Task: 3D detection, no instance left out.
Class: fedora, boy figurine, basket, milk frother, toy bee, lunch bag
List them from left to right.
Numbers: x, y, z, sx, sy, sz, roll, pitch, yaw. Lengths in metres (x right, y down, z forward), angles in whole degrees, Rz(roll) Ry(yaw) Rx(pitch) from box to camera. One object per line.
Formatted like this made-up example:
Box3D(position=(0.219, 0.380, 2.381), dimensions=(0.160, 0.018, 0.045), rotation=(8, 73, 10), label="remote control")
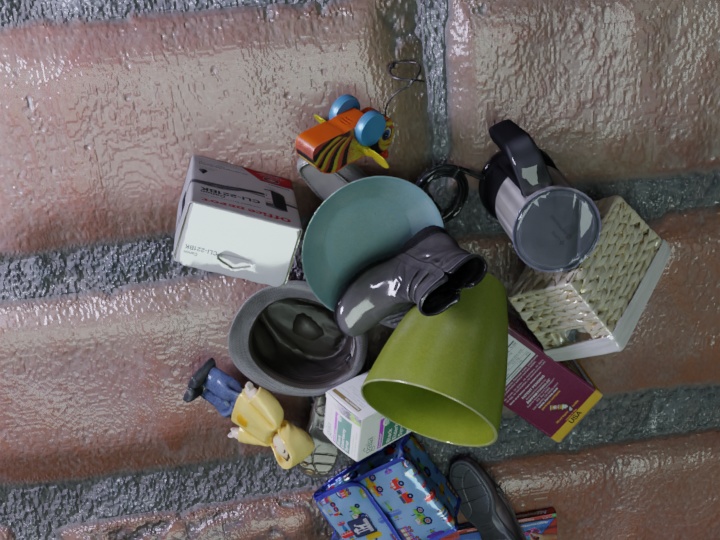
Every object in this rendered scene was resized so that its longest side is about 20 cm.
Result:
Box3D(position=(-0.159, 0.215, 1.452), dimensions=(0.200, 0.064, 0.125), rotation=(37, 133, 6), label="boy figurine")
Box3D(position=(-0.087, 0.085, 1.432), dimensions=(0.199, 0.090, 0.177), rotation=(19, 109, -13), label="fedora")
Box3D(position=(0.008, -0.175, 1.327), dimensions=(0.199, 0.131, 0.109), rotation=(-21, 139, -10), label="toy bee")
Box3D(position=(0.033, 0.369, 1.575), dimensions=(0.200, 0.094, 0.151), rotation=(-33, 101, 18), label="lunch bag")
Box3D(position=(0.185, -0.080, 1.346), dimensions=(0.200, 0.188, 0.181), rotation=(-41, 112, 10), label="milk frother")
Box3D(position=(0.314, 0.008, 1.386), dimensions=(0.123, 0.135, 0.200), rotation=(47, 57, -18), label="basket")

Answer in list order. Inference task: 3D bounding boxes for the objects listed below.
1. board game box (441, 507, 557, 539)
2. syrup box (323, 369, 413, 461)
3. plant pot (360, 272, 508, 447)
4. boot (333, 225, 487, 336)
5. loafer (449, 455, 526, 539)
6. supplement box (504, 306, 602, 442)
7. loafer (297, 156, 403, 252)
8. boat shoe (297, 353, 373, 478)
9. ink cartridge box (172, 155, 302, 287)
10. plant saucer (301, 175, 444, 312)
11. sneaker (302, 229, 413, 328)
Box3D(position=(0.230, 0.458, 1.676), dimensions=(0.199, 0.019, 0.103), rotation=(-9, 115, -4), label="board game box")
Box3D(position=(0.046, 0.186, 1.443), dimensions=(0.200, 0.081, 0.079), rotation=(-23, 131, -37), label="syrup box")
Box3D(position=(0.121, 0.102, 1.332), dimensions=(0.187, 0.187, 0.201), rotation=(32, 64, -19), label="plant pot")
Box3D(position=(0.058, 0.027, 1.285), dimensions=(0.200, 0.132, 0.070), rotation=(-44, 118, 2), label="boot")
Box3D(position=(0.207, 0.381, 1.619), dimensions=(0.072, 0.063, 0.201), rotation=(-22, 99, 36), label="loafer")
Box3D(position=(0.237, 0.140, 1.479), dimensions=(0.200, 0.131, 0.103), rotation=(36, 104, -19), label="supplement box")
Box3D(position=(-0.006, -0.088, 1.373), dimensions=(0.200, 0.070, 0.070), rotation=(35, 138, -19), label="loafer")
Box3D(position=(-0.044, 0.208, 1.503), dimensions=(0.074, 0.073, 0.201), rotation=(28, 87, -10), label="boat shoe")
Box3D(position=(-0.160, -0.067, 1.296), dimensions=(0.144, 0.200, 0.084), rotation=(14, 111, -14), label="ink cartridge box")
Box3D(position=(0.014, -0.034, 1.343), dimensions=(0.200, 0.039, 0.202), rotation=(-7, 113, -16), label="plant saucer")
Box3D(position=(0.000, 0.000, 1.416), dimensions=(0.078, 0.079, 0.200), rotation=(-46, 116, 3), label="sneaker")
